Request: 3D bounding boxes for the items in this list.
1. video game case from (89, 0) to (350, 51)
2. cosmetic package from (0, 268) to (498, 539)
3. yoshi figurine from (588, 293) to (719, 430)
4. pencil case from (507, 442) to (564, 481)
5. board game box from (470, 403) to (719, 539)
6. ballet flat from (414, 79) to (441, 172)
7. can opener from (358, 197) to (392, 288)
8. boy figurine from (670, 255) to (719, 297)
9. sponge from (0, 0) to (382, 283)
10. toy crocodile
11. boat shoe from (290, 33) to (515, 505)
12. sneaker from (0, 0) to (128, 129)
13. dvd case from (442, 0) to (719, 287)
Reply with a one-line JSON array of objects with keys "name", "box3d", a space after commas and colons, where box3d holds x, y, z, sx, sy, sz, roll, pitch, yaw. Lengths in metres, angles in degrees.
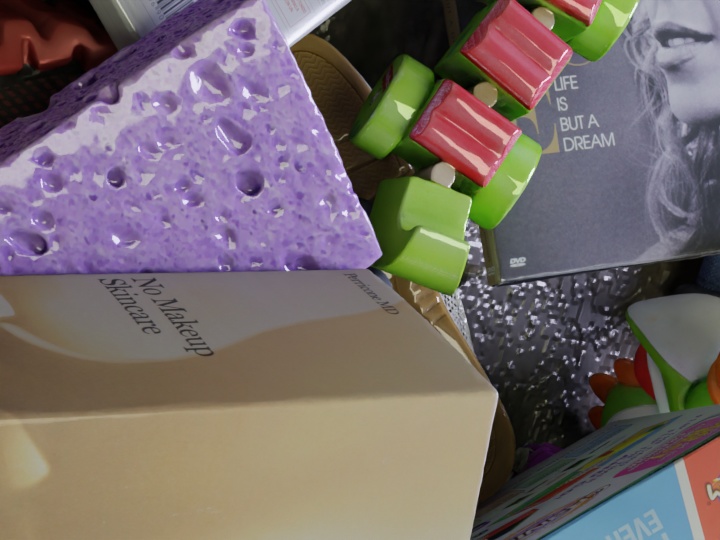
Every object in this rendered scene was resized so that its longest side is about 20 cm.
[{"name": "video game case", "box3d": [-0.032, -0.164, 0.787, 0.200, 0.018, 0.144, -40, 110, -31]}, {"name": "cosmetic package", "box3d": [-0.069, 0.051, 0.693, 0.199, 0.105, 0.072, -2, 115, -29]}, {"name": "yoshi figurine", "box3d": [0.167, 0.071, 0.938, 0.112, 0.200, 0.113, -7, 69, -18]}, {"name": "pencil case", "box3d": [0.035, 0.160, 0.947, 0.200, 0.085, 0.093, -40, 107, -14]}, {"name": "board game box", "box3d": [0.071, 0.103, 0.815, 0.152, 0.200, 0.041, -28, 89, -12]}, {"name": "ballet flat", "box3d": [0.098, -0.082, 0.922, 0.199, 0.072, 0.072, -24, 118, -22]}, {"name": "can opener", "box3d": [-0.083, 0.008, 0.801, 0.199, 0.066, 0.053, -11, 105, -23]}, {"name": "boy figurine", "box3d": [0.220, -0.058, 1.006, 0.124, 0.064, 0.201, 24, 96, -33]}, {"name": "sponge", "box3d": [-0.096, 0.002, 0.736, 0.199, 0.030, 0.112, -33, 123, -11]}, {"name": "toy crocodile", "box3d": [0.056, -0.082, 0.820, 0.067, 0.062, 0.201, 33, 76, -10]}, {"name": "boat shoe", "box3d": [0.000, 0.000, 0.885, 0.070, 0.069, 0.201, -22, 100, 2]}, {"name": "sneaker", "box3d": [-0.125, -0.056, 0.782, 0.199, 0.071, 0.099, -3, 115, -35]}, {"name": "dvd case", "box3d": [0.104, -0.102, 0.882, 0.148, 0.016, 0.202, -7, 85, -21]}]
